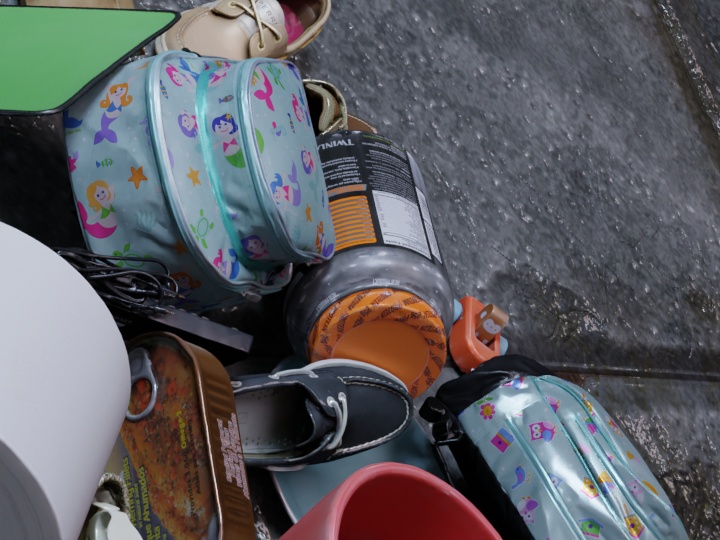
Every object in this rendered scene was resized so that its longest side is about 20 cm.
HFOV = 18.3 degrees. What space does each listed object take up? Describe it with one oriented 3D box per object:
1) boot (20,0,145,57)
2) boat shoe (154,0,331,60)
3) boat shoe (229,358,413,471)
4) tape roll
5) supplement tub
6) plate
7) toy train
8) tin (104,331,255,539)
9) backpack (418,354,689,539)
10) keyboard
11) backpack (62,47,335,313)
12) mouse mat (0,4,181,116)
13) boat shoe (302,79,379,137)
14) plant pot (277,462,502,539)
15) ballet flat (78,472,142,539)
[{"bbox_3d":[-0.191,-0.239,1.661,0.175,0.066,0.200,6,55,-37],"label":"boot"},{"bbox_3d":[-0.088,-0.191,1.747,0.074,0.069,0.200,56,31,-1],"label":"boat shoe"},{"bbox_3d":[-0.045,0.101,1.487,0.199,0.060,0.076,-5,102,-28],"label":"boat shoe"},{"bbox_3d":[-0.233,0.085,1.174,0.203,0.203,0.139,43,33,-21],"label":"tape roll"},{"bbox_3d":[0.000,0.000,1.613,0.122,0.122,0.200,35,26,-31],"label":"supplement tub"},{"bbox_3d":[-0.005,0.151,1.594,0.200,0.026,0.201,34,37,-31],"label":"plate"},{"bbox_3d":[0.142,0.103,1.810,0.200,0.056,0.150,40,35,-25],"label":"toy train"},{"bbox_3d":[-0.120,0.133,1.371,0.042,0.112,0.200,28,42,-46],"label":"tin"},{"bbox_3d":[0.149,0.165,1.632,0.200,0.127,0.167,56,8,35],"label":"backpack"},{"bbox_3d":[-0.155,0.011,1.400,0.200,0.104,0.040,20,72,-25],"label":"keyboard"},{"bbox_3d":[-0.110,-0.061,1.481,0.200,0.150,0.178,-2,79,-67],"label":"backpack"},{"bbox_3d":[-0.224,-0.138,1.453,0.200,0.160,0.008,-48,138,-58],"label":"mouse mat"},{"bbox_3d":[-0.043,-0.108,1.728,0.200,0.074,0.076,5,58,-52],"label":"boat shoe"},{"bbox_3d":[-0.010,0.244,1.358,0.200,0.177,0.201,35,37,-32],"label":"plant pot"},{"bbox_3d":[-0.152,0.204,1.296,0.068,0.075,0.200,28,42,-39],"label":"ballet flat"}]
